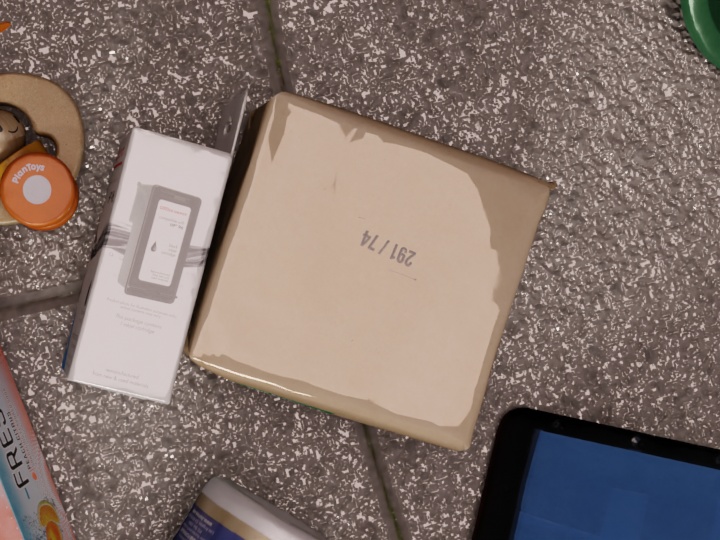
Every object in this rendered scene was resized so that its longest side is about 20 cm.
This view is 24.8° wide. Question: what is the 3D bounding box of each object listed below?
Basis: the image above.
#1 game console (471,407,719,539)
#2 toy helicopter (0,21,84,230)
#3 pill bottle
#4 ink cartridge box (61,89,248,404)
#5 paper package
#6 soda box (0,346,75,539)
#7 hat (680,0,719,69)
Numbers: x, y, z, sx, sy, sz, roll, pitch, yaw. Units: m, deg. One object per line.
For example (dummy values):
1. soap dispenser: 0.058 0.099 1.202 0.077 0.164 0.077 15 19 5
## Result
1. game console: 0.153 0.190 1.063 0.199 0.172 0.119 10 112 24
2. toy helicopter: -0.276 -0.082 1.041 0.199 0.079 0.133 -9 91 -7
3. pill bottle: -0.100 0.246 1.058 0.111 0.111 0.201 31 85 -10
4. ink cartridge box: -0.134 -0.023 1.047 0.068 0.116 0.201 15 87 -12
5. paper package: 0.000 0.000 1.082 0.199 0.103 0.192 19 86 -12
6. soda box: -0.251 0.110 1.041 0.063 0.068 0.201 -20 94 14
7. hat: 0.313 -0.260 1.187 0.165 0.176 0.200 22 124 -13
